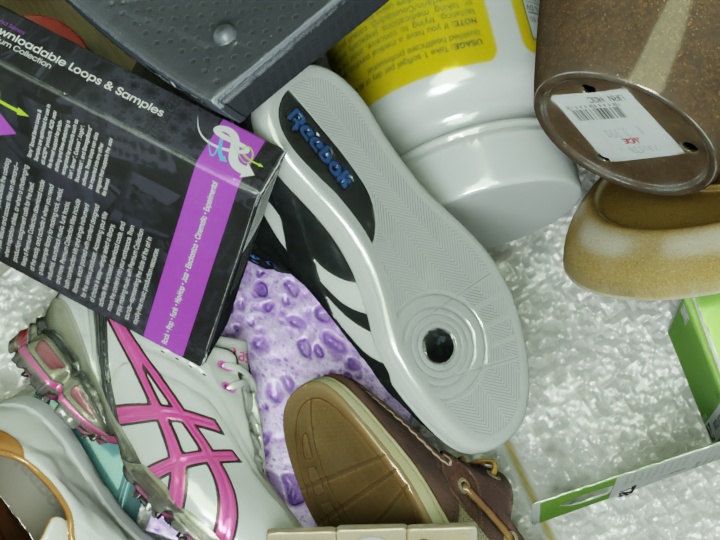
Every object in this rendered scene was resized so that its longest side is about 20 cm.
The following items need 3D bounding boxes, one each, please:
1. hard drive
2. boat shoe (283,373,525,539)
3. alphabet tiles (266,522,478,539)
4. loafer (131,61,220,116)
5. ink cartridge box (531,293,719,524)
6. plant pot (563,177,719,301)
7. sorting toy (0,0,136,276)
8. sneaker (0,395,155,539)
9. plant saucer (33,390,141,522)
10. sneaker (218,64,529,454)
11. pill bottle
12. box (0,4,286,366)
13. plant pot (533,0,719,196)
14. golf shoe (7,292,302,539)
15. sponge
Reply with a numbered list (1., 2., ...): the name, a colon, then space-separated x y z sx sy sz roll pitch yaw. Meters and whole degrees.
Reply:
1. hard drive: -0.076 -0.154 1.347 0.135 0.042 0.200 -40 52 -12
2. boat shoe: 0.042 0.126 1.414 0.200 0.072 0.072 49 44 -2
3. alphabet tiles: 0.011 0.210 1.384 0.166 0.008 0.201 -2 116 3
4. loafer: -0.068 -0.096 1.418 0.075 0.069 0.200 48 111 30
5. ink cartridge box: 0.164 0.052 1.385 0.199 0.148 0.076 -20 81 0
6. plant pot: 0.188 -0.044 1.379 0.199 0.200 0.028 -22 109 0
7. sorting toy: -0.227 -0.097 1.462 0.198 0.070 0.200 -39 76 -3
8. sneaker: -0.133 0.157 1.405 0.073 0.085 0.200 -42 90 22
9. plant saucer: -0.124 0.036 1.470 0.069 0.019 0.201 15 81 5
10. sneaker: 0.000 0.000 1.369 0.073 0.112 0.201 -33 95 -26
11. pill bottle: 0.038 -0.117 1.425 0.114 0.114 0.201 -15 73 1
12. box: -0.142 -0.049 1.345 0.199 0.143 0.036 27 53 3
13. plant pot: 0.161 -0.143 1.369 0.186 0.187 0.201 24 65 7
14. golf shoe: -0.079 0.076 1.402 0.092 0.073 0.200 -44 77 -1
15. sponge: -0.024 0.054 1.455 0.111 0.030 0.201 18 83 6
